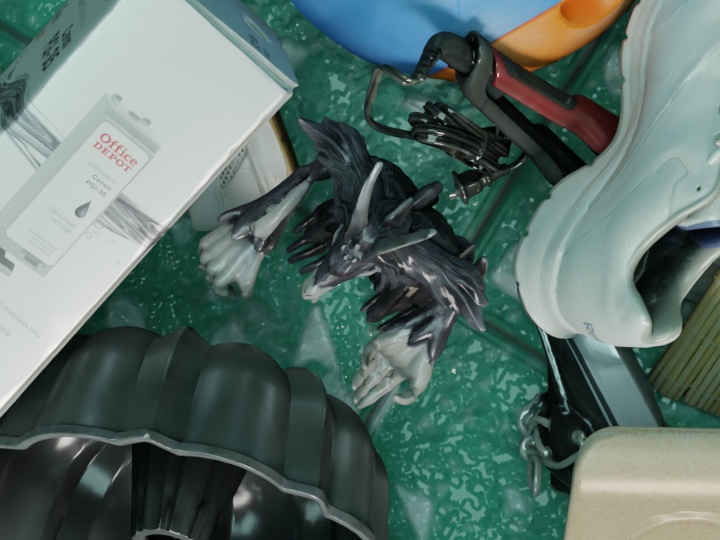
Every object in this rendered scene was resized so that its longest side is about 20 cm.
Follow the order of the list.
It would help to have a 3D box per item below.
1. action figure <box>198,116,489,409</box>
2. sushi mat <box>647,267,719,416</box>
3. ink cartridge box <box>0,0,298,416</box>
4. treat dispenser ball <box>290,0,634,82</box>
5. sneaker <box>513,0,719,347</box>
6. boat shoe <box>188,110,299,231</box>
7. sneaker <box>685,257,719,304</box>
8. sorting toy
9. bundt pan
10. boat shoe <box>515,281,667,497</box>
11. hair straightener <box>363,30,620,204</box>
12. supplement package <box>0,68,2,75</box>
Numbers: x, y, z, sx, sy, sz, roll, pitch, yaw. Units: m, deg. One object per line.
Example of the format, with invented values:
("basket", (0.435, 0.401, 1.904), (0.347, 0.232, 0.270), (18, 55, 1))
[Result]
("action figure", (0.000, 0.000, 0.991), (0.119, 0.200, 0.102), (44, 91, 5))
("sushi mat", (0.196, 0.026, 0.986), (0.095, 0.200, 0.012), (26, 58, 3))
("ink cartridge box", (-0.128, -0.045, 0.969), (0.083, 0.147, 0.200), (41, 97, -16))
("treat dispenser ball", (0.045, -0.184, 0.994), (0.200, 0.201, 0.202), (0, 88, 5))
("sneaker", (0.144, -0.054, 0.950), (0.074, 0.087, 0.201), (23, 92, -35))
("boat shoe", (-0.091, -0.115, 1.068), (0.069, 0.071, 0.201), (-21, 87, 2))
("sneaker", (0.226, -0.010, 1.015), (0.199, 0.115, 0.076), (8, 88, 7))
("sorting toy", (0.176, 0.147, 1.002), (0.184, 0.037, 0.201), (1, 128, -2))
("bundt pan", (-0.079, 0.090, 1.007), (0.201, 0.202, 0.076), (9, 59, 5))
("boat shoe", (0.108, 0.080, 1.045), (0.068, 0.074, 0.200), (-25, 101, 9))
("hair straightener", (0.067, -0.049, 0.984), (0.077, 0.200, 0.041), (-39, 55, 23))
("supplement package", (-0.284, -0.093, 1.061), (0.199, 0.114, 0.110), (-21, 89, 5))
